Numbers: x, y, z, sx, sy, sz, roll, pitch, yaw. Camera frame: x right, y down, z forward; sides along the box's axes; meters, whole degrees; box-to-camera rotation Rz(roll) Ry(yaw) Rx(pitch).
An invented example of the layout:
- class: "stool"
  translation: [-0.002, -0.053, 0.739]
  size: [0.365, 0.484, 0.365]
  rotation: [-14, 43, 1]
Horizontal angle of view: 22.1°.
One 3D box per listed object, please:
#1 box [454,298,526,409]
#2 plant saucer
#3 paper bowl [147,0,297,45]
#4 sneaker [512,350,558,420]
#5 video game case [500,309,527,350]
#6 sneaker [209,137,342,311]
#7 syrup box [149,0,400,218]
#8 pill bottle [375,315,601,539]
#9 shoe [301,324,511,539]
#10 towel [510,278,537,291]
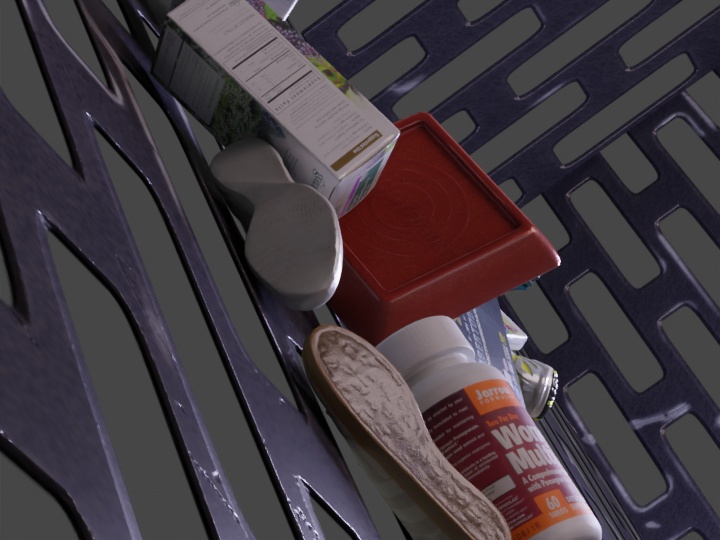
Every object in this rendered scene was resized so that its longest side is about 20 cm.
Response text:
- class: "box"
  translation: [0.070, 0.041, 1.572]
  size: [0.157, 0.051, 0.201]
  rotation: [39, 29, -43]
- class: "plant saucer"
  translation: [0.036, -0.045, 1.520]
  size: [0.200, 0.199, 0.037]
  rotation: [49, -31, 29]
- class: "paper bowl"
  translation: [-0.114, -0.268, 1.631]
  size: [0.104, 0.202, 0.201]
  rotation: [34, 4, 5]
- class: "sneaker"
  translation: [0.125, 0.103, 1.912]
  size: [0.076, 0.076, 0.199]
  rotation: [21, -8, -27]
- class: "video game case"
  translation: [0.057, 0.007, 1.878]
  size: [0.200, 0.022, 0.181]
  rotation: [46, 21, 31]
- class: "sneaker"
  translation: [-0.051, -0.021, 1.396]
  size: [0.089, 0.075, 0.200]
  rotation: [65, -3, -38]
- class: "syrup box"
  translation: [-0.070, -0.135, 1.479]
  size: [0.200, 0.081, 0.079]
  rotation: [43, -34, 10]
- class: "pill bottle"
  translation: [0.081, 0.139, 1.342]
  size: [0.201, 0.109, 0.110]
  rotation: [58, 6, 24]
- class: "shoe"
  translation: [0.020, 0.127, 1.252]
  size: [0.201, 0.053, 0.070]
  rotation: [52, 38, 3]
- class: "towel"
  translation: [0.050, -0.018, 1.733]
  size: [0.199, 0.022, 0.146]
  rotation: [25, -20, -23]
